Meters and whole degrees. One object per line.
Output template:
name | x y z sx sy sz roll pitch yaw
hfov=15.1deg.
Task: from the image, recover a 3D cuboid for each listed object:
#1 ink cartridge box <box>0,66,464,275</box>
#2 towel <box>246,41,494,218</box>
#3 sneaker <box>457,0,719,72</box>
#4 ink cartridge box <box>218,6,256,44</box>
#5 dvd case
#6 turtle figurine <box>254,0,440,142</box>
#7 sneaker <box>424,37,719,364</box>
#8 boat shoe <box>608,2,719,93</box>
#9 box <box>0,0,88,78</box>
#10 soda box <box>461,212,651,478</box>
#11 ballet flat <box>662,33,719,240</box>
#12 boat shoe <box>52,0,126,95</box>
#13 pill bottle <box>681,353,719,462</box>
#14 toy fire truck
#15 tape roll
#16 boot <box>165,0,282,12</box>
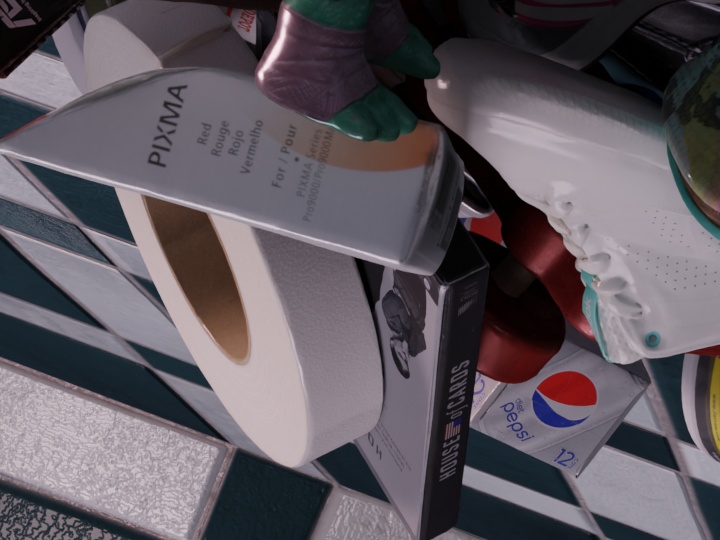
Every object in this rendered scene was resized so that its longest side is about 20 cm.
ink cartridge box | -0.066 -0.047 0.883 0.199 0.051 0.162 19 180 5
towel | -0.033 -0.090 1.260 0.200 0.032 0.191 45 164 -12
sneaker | 0.055 -0.124 0.924 0.120 0.084 0.200 21 162 -22
ink cartridge box | -0.072 -0.153 1.090 0.199 0.067 0.116 23 169 -3
dvd case | 0.000 0.000 1.069 0.151 0.025 0.201 58 163 27
turtle figurine | 0.027 -0.144 0.765 0.100 0.201 0.150 29 -155 17
sneaker | 0.096 -0.013 0.958 0.199 0.089 0.075 24 -168 -30
boat shoe | 0.150 -0.069 1.042 0.199 0.068 0.072 22 169 1
box | -0.165 -0.166 0.917 0.193 0.047 0.200 46 -172 -14
soda box | 0.073 0.007 1.305 0.068 0.064 0.200 26 -155 -25
ballet flat | 0.145 -0.066 0.907 0.069 0.071 0.200 31 -158 3
boat shoe | -0.062 -0.071 1.228 0.062 0.072 0.200 -30 108 37
pill bottle | 0.266 0.062 1.325 0.199 0.113 0.112 14 167 35
toy fire truck | 0.089 -0.040 1.124 0.167 0.112 0.201 10 -142 -47
tape roll | -0.054 -0.018 1.102 0.203 0.037 0.203 57 163 28
boot | -0.082 -0.155 0.844 0.198 0.073 0.167 5 129 6
